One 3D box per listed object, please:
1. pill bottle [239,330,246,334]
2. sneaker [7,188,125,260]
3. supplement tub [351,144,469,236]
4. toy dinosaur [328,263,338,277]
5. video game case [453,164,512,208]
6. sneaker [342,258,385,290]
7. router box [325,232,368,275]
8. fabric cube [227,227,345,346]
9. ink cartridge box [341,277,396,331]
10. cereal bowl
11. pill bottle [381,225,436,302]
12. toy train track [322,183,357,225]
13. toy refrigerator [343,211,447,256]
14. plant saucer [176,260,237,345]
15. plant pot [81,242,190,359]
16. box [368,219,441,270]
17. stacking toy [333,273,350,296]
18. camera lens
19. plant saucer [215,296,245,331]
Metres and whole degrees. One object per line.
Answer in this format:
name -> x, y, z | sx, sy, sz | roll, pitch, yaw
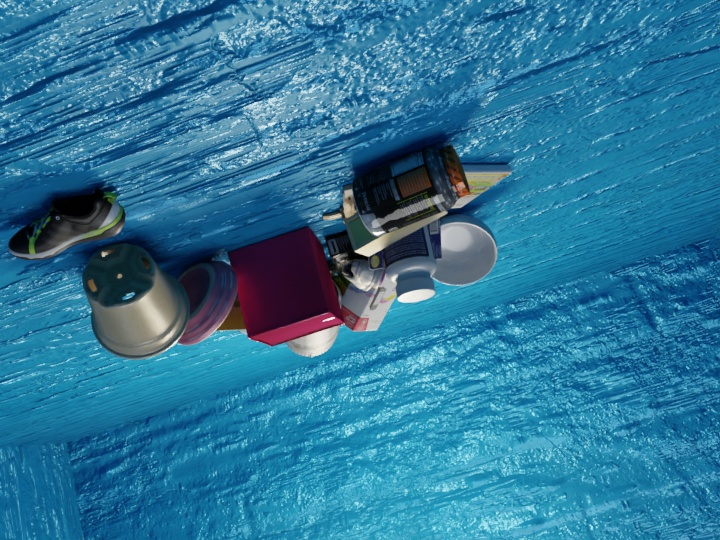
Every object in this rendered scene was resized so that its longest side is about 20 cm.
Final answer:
pill bottle -> -0.274, 0.099, 1.845 | 0.110, 0.111, 0.200 | -10, 164, -24
sneaker -> -0.465, -0.082, 1.070 | 0.199, 0.072, 0.083 | -18, 142, 3
supplement tub -> 0.094, -0.151, 1.285 | 0.199, 0.123, 0.122 | -20, 166, 16
toy dinosaur -> -0.085, 0.002, 1.833 | 0.199, 0.048, 0.088 | -13, 159, -27
video game case -> 0.201, -0.181, 1.503 | 0.199, 0.023, 0.182 | -6, 162, -35
sneaker -> 0.000, 0.000, 1.679 | 0.099, 0.075, 0.200 | 20, 172, -8
router box -> 0.002, -0.053, 1.700 | 0.148, 0.051, 0.200 | -19, 166, 1
fabric cube -> -0.165, 0.045, 1.581 | 0.195, 0.200, 0.200 | -18, 166, 4
ink cartridge box -> 0.030, 0.063, 1.901 | 0.147, 0.085, 0.201 | 6, 117, -60
cereal bowl -> 0.249, -0.063, 1.766 | 0.199, 0.084, 0.201 | 4, 128, 5
pill bottle -> 0.102, -0.039, 1.478 | 0.110, 0.201, 0.111 | -9, 160, -3
toy train track -> -0.021, -0.126, 1.433 | 0.114, 0.033, 0.200 | -15, 165, -5
toy refrigerator -> 0.069, -0.110, 1.405 | 0.199, 0.076, 0.070 | -28, 159, 24
plant saucer -> -0.353, 0.061, 1.484 | 0.200, 0.201, 0.051 | -23, 137, 26
plant pot -> -0.446, 0.048, 1.336 | 0.199, 0.201, 0.184 | -14, 155, -10
box -> 0.097, -0.074, 1.596 | 0.199, 0.122, 0.032 | -10, -166, -28
stacking toy -> -0.044, 0.043, 1.958 | 0.199, 0.117, 0.110 | -29, -168, -19
camera lens -> -0.131, 0.112, 1.778 | 0.159, 0.161, 0.200 | -13, 148, -13
plant saucer -> -0.357, 0.082, 1.640 | 0.199, 0.049, 0.199 | 26, -164, 40
